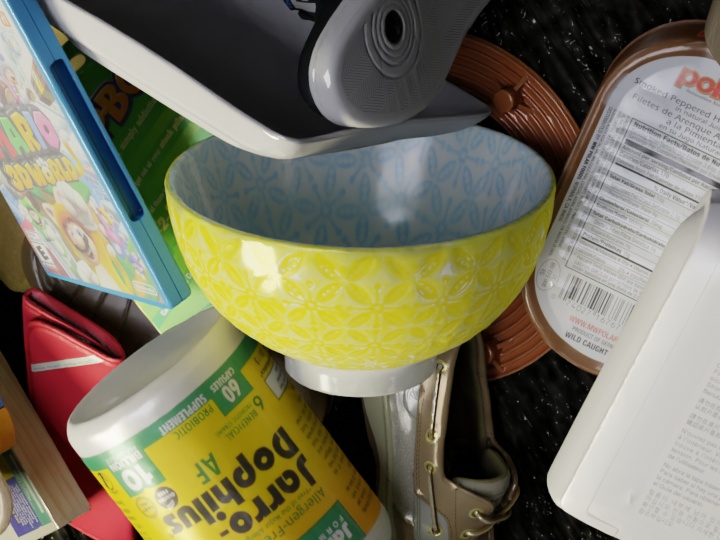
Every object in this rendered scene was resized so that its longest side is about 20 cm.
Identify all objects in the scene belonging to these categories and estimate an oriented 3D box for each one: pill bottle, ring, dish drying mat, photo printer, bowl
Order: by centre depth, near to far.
[{"bbox_3d":[0.207,0.062,1.459,0.166,0.069,0.200,23,117,-2],"label":"photo printer"},{"bbox_3d":[0.000,0.000,1.486,0.200,0.200,0.108,11,116,26],"label":"bowl"},{"bbox_3d":[-0.054,0.128,1.526,0.113,0.113,0.200,-29,104,32],"label":"pill bottle"},{"bbox_3d":[0.039,-0.033,1.576,0.200,0.019,0.201,9,110,27],"label":"ring"},{"bbox_3d":[-0.163,0.092,1.669,0.077,0.018,0.200,29,145,18],"label":"dish drying mat"}]

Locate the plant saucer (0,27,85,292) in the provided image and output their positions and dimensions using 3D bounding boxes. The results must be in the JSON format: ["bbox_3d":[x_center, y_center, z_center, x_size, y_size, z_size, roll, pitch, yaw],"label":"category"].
[{"bbox_3d":[-0.202,-0.124,1.663,0.200,0.048,0.200,44,120,10],"label":"plant saucer"}]

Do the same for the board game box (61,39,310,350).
[{"bbox_3d":[-0.107,-0.039,1.578,0.095,0.030,0.200,-40,88,9],"label":"board game box"}]

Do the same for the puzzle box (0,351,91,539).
[{"bbox_3d":[-0.234,0.071,1.714,0.200,0.025,0.133,61,155,0],"label":"puzzle box"}]

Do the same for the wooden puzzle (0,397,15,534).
[{"bbox_3d":[-0.258,0.055,1.664,0.185,0.046,0.201,-10,103,64],"label":"wooden puzzle"}]

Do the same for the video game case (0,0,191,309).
[{"bbox_3d":[-0.171,-0.074,1.512,0.143,0.018,0.200,14,136,56],"label":"video game case"}]

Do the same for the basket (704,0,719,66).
[{"bbox_3d":[0.254,-0.171,1.353,0.180,0.136,0.200,36,122,19],"label":"basket"}]

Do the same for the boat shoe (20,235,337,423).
[{"bbox_3d":[-0.099,0.028,1.632,0.200,0.065,0.073,34,114,7],"label":"boat shoe"}]

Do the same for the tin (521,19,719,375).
[{"bbox_3d":[0.155,-0.033,1.489,0.112,0.042,0.200,24,116,3],"label":"tin"}]

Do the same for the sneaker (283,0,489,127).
[{"bbox_3d":[-0.006,-0.130,1.472,0.112,0.200,0.073,0,121,33],"label":"sneaker"}]

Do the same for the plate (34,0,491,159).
[{"bbox_3d":[-0.060,-0.108,1.488,0.199,0.200,0.032,32,113,25],"label":"plate"}]

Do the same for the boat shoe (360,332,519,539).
[{"bbox_3d":[0.049,0.115,1.574,0.066,0.074,0.201,0,115,32],"label":"boat shoe"}]
